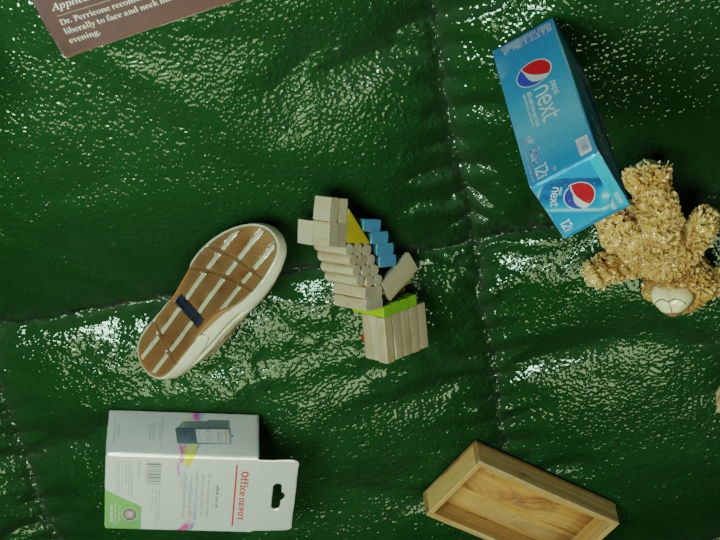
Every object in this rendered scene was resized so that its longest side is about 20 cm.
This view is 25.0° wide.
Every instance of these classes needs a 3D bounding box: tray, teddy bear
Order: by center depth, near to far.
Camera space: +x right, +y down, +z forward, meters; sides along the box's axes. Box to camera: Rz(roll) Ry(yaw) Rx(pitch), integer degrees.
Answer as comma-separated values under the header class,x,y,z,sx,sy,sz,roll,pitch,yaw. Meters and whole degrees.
class,x,y,z,sx,sy,sz,roll,pitch,yaw
teddy bear,0.279,-0.025,1.552,0.144,0.067,0.201,-11,130,7
tray,0.179,0.264,1.808,0.199,0.037,0.099,25,123,-25

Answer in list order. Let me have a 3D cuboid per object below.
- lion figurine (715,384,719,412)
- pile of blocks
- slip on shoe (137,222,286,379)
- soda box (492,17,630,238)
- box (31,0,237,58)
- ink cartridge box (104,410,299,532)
class,x,y,z,sx,sy,sz,roll,pitch,yaw
lion figurine,0.458,0.086,1.671,0.122,0.073,0.201,23,111,-7
pile of blocks,0.000,0.000,1.562,0.062,0.082,0.201,10,136,46
slip on shoe,-0.135,0.029,1.567,0.200,0.076,0.060,-50,158,22
soda box,0.167,-0.124,1.369,0.064,0.201,0.068,-27,128,16
box,-0.184,-0.301,1.209,0.165,0.165,0.201,-16,130,9
ink cartridge box,-0.167,0.212,1.708,0.198,0.068,0.118,3,129,-7
